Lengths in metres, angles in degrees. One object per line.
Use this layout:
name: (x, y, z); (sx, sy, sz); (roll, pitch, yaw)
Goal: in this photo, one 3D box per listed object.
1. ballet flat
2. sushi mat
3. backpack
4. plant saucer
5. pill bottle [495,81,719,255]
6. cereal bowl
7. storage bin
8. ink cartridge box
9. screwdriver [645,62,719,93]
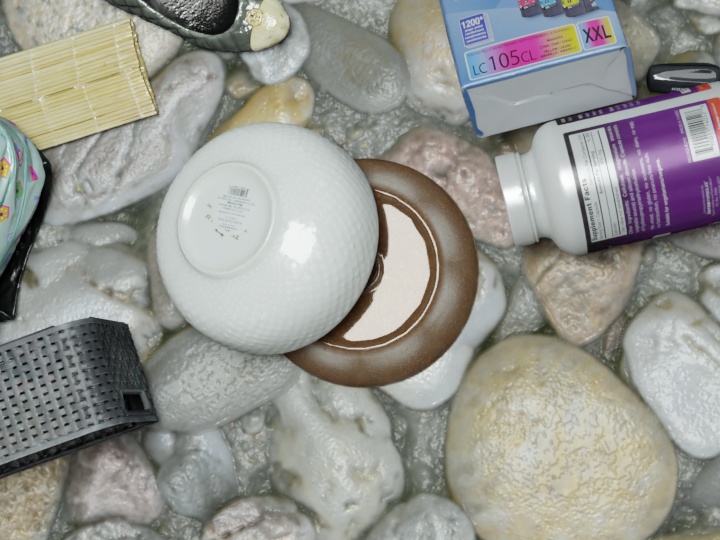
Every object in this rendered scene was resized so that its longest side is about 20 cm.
ballet flat: (-0.158, -0.239, 1.200); (0.200, 0.057, 0.066); (19, 88, 9)
sushi mat: (-0.288, -0.157, 1.233); (0.200, 0.012, 0.096); (-16, 84, 7)
backpack: (-0.358, -0.046, 1.172); (0.167, 0.127, 0.200); (32, 95, 8)
plant saucer: (0.000, 0.000, 1.166); (0.200, 0.037, 0.200); (-1, 85, 9)
pill bottle: (0.215, -0.078, 1.104); (0.200, 0.112, 0.112); (-13, 83, 7)
cereal bowl: (-0.091, -0.033, 1.128); (0.200, 0.083, 0.200); (-7, 75, 27)
storage bin: (-0.288, 0.116, 1.144); (0.200, 0.135, 0.094); (-19, 83, 6)
ink cartridge box: (0.136, -0.221, 1.125); (0.136, 0.076, 0.200); (-14, 56, 7)
screwdriver: (0.340, -0.155, 1.137); (0.200, 0.028, 0.029); (7, 116, 8)
